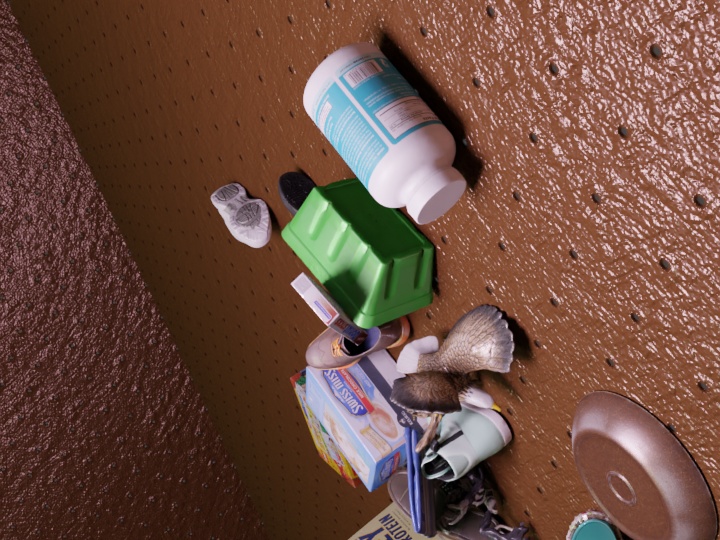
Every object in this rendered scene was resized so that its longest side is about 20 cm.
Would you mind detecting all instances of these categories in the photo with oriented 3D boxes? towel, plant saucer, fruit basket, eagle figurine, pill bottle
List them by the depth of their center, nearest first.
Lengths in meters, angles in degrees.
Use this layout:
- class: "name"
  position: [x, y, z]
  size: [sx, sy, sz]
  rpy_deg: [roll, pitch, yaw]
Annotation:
- class: "plant saucer"
  position: [0.293, 0.227, 0.998]
  size: [0.201, 0.036, 0.202]
  rpy_deg: [47, 155, 30]
- class: "pill bottle"
  position: [0.031, -0.148, 1.021]
  size: [0.201, 0.110, 0.111]
  rpy_deg: [53, 158, 20]
- class: "eagle figurine"
  position: [0.114, 0.132, 1.155]
  size: [0.200, 0.149, 0.154]
  rpy_deg: [76, -166, -65]
- class: "fruit basket"
  position: [0.000, 0.000, 1.255]
  size: [0.215, 0.154, 0.218]
  rpy_deg: [26, 124, 45]
- class: "towel"
  position: [0.087, 0.310, 1.336]
  size: [0.200, 0.023, 0.149]
  rpy_deg: [59, -154, -70]

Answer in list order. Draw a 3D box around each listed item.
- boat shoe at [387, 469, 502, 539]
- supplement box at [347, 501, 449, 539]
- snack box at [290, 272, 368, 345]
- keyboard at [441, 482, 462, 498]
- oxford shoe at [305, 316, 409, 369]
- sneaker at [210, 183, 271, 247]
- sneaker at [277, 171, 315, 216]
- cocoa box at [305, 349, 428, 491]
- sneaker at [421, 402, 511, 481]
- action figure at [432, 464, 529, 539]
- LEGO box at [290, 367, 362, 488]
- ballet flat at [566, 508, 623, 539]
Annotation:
- class: "boat shoe"
  position: [0.131, 0.388, 1.457]
  size: [0.199, 0.072, 0.068]
  rpy_deg: [29, 164, 23]
- class: "supplement box"
  position: [0.080, 0.526, 1.602]
  size: [0.134, 0.199, 0.201]
  rpy_deg: [38, 156, 44]
- class: "snack box"
  position: [-0.036, 0.053, 1.199]
  size: [0.072, 0.024, 0.200]
  rpy_deg: [47, 180, 16]
- class: "keyboard"
  position: [0.106, 0.346, 1.568]
  size: [0.200, 0.039, 0.105]
  rpy_deg: [37, 148, 48]
- class: "oxford shoe"
  position: [-0.022, 0.107, 1.393]
  size: [0.199, 0.072, 0.072]
  rpy_deg: [-27, 79, 37]
- class: "sneaker"
  position: [-0.206, -0.086, 1.710]
  size: [0.200, 0.077, 0.100]
  rpy_deg: [49, 164, 51]
- class: "sneaker"
  position: [-0.065, -0.054, 1.427]
  size: [0.200, 0.060, 0.105]
  rpy_deg: [47, 151, 24]
- class: "cocoa box"
  position: [0.014, 0.227, 1.499]
  size: [0.201, 0.130, 0.134]
  rpy_deg: [51, 157, 24]
- class: "sneaker"
  position: [0.115, 0.237, 1.302]
  size: [0.074, 0.117, 0.200]
  rpy_deg: [62, 160, -8]
- class: "action figure"
  position: [0.160, 0.348, 1.364]
  size: [0.200, 0.102, 0.119]
  rpy_deg: [50, 168, 23]
- class: "LEGO box"
  position: [-0.045, 0.297, 1.795]
  size: [0.148, 0.077, 0.202]
  rpy_deg: [27, 140, 55]
- class: "ballet flat"
  position: [0.290, 0.356, 1.126]
  size: [0.064, 0.075, 0.202]
  rpy_deg: [-69, -31, -58]
